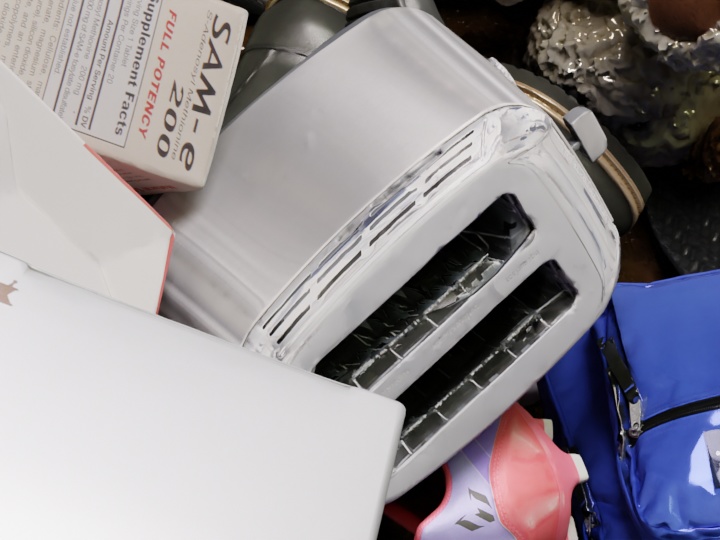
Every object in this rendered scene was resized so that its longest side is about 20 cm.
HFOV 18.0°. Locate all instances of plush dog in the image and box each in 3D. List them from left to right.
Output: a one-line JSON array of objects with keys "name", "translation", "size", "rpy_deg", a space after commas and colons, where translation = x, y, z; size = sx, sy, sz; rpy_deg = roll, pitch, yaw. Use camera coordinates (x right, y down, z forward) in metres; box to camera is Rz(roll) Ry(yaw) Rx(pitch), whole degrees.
[{"name": "plush dog", "translation": [0.122, -0.127, 1.067], "size": [0.199, 0.173, 0.160], "rpy_deg": [21, 43, 27]}]

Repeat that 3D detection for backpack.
[{"name": "backpack", "translation": [0.152, 0.106, 0.892], "size": [0.161, 0.168, 0.201], "rpy_deg": [-13, 57, 6]}]

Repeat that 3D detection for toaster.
[{"name": "toaster", "translation": [0.000, 0.000, 0.846], "size": [0.200, 0.114, 0.129], "rpy_deg": [-41, 34, -9]}]

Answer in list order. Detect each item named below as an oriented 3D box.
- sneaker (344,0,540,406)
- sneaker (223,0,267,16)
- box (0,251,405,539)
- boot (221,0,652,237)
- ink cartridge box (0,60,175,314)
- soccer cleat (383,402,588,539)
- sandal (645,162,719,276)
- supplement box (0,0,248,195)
[{"name": "sneaker", "translation": [0.053, -0.040, 0.979], "size": [0.088, 0.074, 0.201], "rpy_deg": [-21, 103, -23]}, {"name": "sneaker", "translation": [-0.108, -0.194, 1.053], "size": [0.116, 0.076, 0.200], "rpy_deg": [45, 4, 30]}, {"name": "box", "translation": [-0.094, 0.113, 0.750], "size": [0.151, 0.200, 0.107], "rpy_deg": [21, 47, -6]}, {"name": "boot", "translation": [0.020, -0.037, 1.033], "size": [0.199, 0.078, 0.139], "rpy_deg": [29, 57, 4]}, {"name": "ink cartridge box", "translation": [-0.181, -0.003, 0.801], "size": [0.116, 0.199, 0.068], "rpy_deg": [46, 45, -46]}, {"name": "soccer cleat", "translation": [0.017, 0.054, 0.909], "size": [0.076, 0.067, 0.200], "rpy_deg": [-7, 31, -25]}, {"name": "sandal", "translation": [0.185, 0.006, 1.076], "size": [0.075, 0.045, 0.201], "rpy_deg": [-18, 52, 8]}, {"name": "supplement box", "translation": [-0.159, -0.089, 0.828], "size": [0.199, 0.126, 0.074], "rpy_deg": [19, 80, -32]}]
